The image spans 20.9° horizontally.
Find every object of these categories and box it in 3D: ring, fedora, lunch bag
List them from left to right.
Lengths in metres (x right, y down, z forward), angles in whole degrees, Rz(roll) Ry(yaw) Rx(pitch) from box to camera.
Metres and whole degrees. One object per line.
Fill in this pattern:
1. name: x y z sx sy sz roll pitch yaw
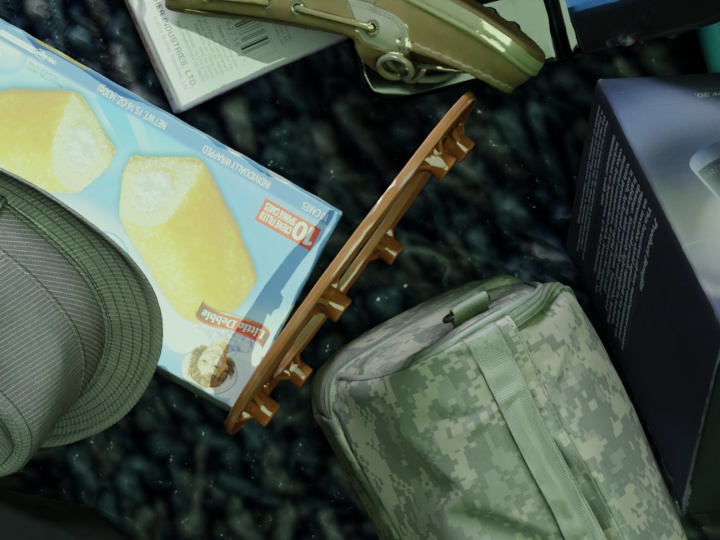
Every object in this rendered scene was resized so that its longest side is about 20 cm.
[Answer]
1. fedora: -0.201 0.036 0.920 0.199 0.091 0.177 33 128 -10
2. ring: 0.000 0.000 0.942 0.019 0.200 0.201 37 82 2
3. lunch bag: 0.079 0.107 0.969 0.139 0.168 0.201 -27 93 -9

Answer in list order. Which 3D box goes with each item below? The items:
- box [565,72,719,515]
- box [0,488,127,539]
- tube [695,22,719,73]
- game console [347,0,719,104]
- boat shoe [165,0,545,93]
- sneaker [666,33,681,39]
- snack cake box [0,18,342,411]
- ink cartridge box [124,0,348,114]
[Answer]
1. box: 0.229 0.001 0.967 0.198 0.199 0.124 -5 132 -12
2. box: -0.134 0.201 0.887 0.200 0.148 0.125 34 94 34
3. tube: 0.209 -0.117 1.029 0.077 0.050 0.201 -27 123 -4
4. game console: 0.067 -0.198 0.960 0.171 0.119 0.202 -15 95 -9
5. boat shoe: -0.005 -0.122 0.949 0.200 0.073 0.064 25 98 18
6. sneaker: 0.160 -0.237 1.043 0.108 0.070 0.201 -31 100 -4
7. snack cake box: -0.124 -0.025 0.990 0.199 0.067 0.116 29 83 -7
8. ink cartridge box: -0.031 -0.176 1.025 0.199 0.042 0.120 -25 94 -7
